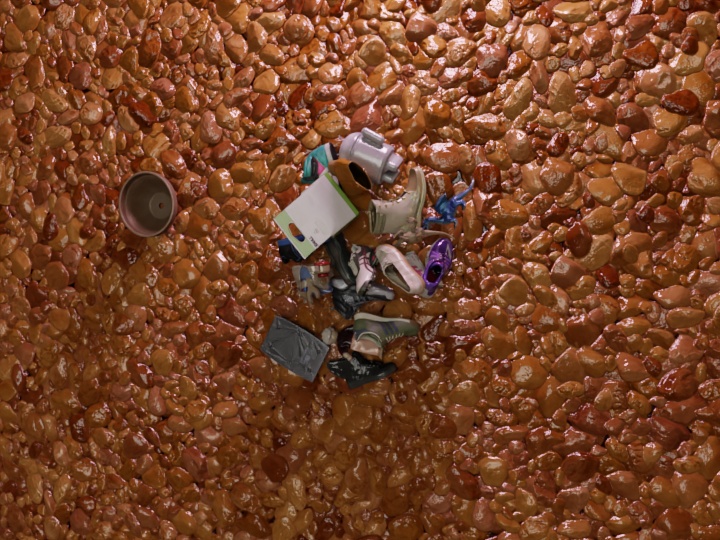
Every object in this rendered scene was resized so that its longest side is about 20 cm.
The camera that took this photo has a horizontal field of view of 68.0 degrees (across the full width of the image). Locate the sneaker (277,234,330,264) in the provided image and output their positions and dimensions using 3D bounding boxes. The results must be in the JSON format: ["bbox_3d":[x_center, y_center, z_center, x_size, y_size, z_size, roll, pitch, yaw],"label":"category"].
[{"bbox_3d":[-0.164,-0.067,1.598,0.197,0.070,0.080,-7,101,35],"label":"sneaker"}]

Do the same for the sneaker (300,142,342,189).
[{"bbox_3d":[-0.115,-0.263,1.581,0.118,0.084,0.204,-13,95,17],"label":"sneaker"}]

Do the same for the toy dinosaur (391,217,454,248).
[{"bbox_3d":[0.159,-0.102,1.496,0.196,0.101,0.059,-16,61,11],"label":"toy dinosaur"}]

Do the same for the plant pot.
[{"bbox_3d":[-0.660,-0.208,1.704,0.196,0.093,0.206,1,92,13],"label":"plant pot"}]

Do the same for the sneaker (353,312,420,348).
[{"bbox_3d":[0.072,0.184,1.541,0.196,0.068,0.091,10,59,-3],"label":"sneaker"}]

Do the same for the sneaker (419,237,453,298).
[{"bbox_3d":[0.219,-0.014,1.482,0.079,0.084,0.202,27,58,-1],"label":"sneaker"}]

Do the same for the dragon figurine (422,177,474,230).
[{"bbox_3d":[0.245,-0.183,1.510,0.098,0.059,0.203,26,105,3],"label":"dragon figurine"}]

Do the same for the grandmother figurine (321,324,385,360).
[{"bbox_3d":[-0.024,0.213,1.591,0.196,0.122,0.061,12,137,13],"label":"grandmother figurine"}]

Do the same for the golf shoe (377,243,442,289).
[{"bbox_3d":[0.151,-0.007,1.540,0.197,0.073,0.094,23,96,11],"label":"golf shoe"}]

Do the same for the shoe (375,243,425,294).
[{"bbox_3d":[0.098,-0.005,1.459,0.200,0.053,0.071,46,139,35],"label":"shoe"}]

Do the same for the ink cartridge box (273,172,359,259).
[{"bbox_3d":[-0.123,-0.151,1.499,0.199,0.076,0.149,-40,90,-2],"label":"ink cartridge box"}]

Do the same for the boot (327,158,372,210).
[{"bbox_3d":[-0.003,-0.230,1.488,0.071,0.143,0.201,-50,122,-8],"label":"boot"}]

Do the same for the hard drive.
[{"bbox_3d":[-0.199,0.238,1.649,0.197,0.042,0.137,29,99,10],"label":"hard drive"}]

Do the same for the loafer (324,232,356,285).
[{"bbox_3d":[-0.064,-0.037,1.577,0.063,0.071,0.203,-36,60,28],"label":"loafer"}]

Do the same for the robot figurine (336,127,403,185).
[{"bbox_3d":[0.021,-0.323,1.530,0.197,0.113,0.172,24,130,11],"label":"robot figurine"}]

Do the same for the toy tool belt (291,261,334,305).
[{"bbox_3d":[-0.127,0.040,1.546,0.122,0.199,0.126,-9,91,-23],"label":"toy tool belt"}]

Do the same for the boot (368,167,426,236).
[{"bbox_3d":[0.102,-0.196,1.508,0.151,0.072,0.205,3,98,-21],"label":"boot"}]

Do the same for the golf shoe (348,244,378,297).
[{"bbox_3d":[0.000,0.000,1.513,0.087,0.201,0.078,23,124,-7],"label":"golf shoe"}]

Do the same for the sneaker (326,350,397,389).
[{"bbox_3d":[0.003,0.285,1.596,0.197,0.060,0.106,-24,91,16],"label":"sneaker"}]

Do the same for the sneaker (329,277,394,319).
[{"bbox_3d":[0.001,0.091,1.582,0.196,0.075,0.116,11,100,15],"label":"sneaker"}]
